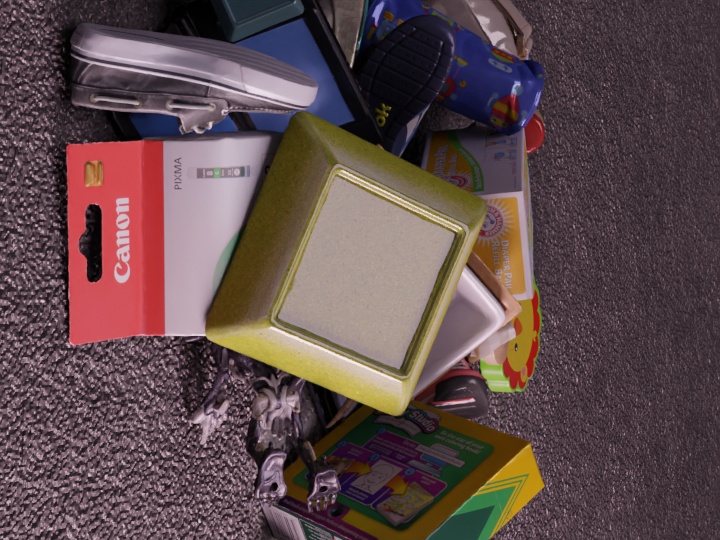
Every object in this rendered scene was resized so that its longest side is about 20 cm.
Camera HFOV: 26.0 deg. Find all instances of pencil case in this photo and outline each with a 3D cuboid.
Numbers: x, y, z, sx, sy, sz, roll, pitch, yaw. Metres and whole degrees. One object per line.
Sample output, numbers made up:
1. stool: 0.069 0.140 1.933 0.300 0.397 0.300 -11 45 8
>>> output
1. pencil case: 0.085 -0.205 1.510 0.198 0.078 0.087 26 52 -8

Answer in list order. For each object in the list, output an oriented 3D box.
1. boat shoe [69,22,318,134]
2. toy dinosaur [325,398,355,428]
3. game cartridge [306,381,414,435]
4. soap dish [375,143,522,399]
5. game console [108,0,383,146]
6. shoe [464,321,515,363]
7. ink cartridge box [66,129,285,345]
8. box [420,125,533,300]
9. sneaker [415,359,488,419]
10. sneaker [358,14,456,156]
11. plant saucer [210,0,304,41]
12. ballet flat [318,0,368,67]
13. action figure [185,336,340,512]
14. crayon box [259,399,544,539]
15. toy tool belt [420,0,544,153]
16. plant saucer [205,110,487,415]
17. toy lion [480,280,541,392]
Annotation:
1. boat shoe: -0.134 -0.144 1.229 0.198 0.072 0.072 10 109 -15
2. toy dinosaur: 0.038 0.069 1.495 0.199 0.060 0.108 -26 114 -53
3. game cartridge: -0.007 0.072 1.509 0.133 0.041 0.202 -45 127 -41
4. soap dish: 0.022 0.005 1.385 0.200 0.157 0.081 48 15 -14
5. game console: -0.090 -0.124 1.314 0.119 0.171 0.201 -91 158 -49
6. shoe: 0.101 0.029 1.552 0.200 0.053 0.070 -120 -174 -60
7. ink cartridge box: -0.138 -0.027 1.248 0.199 0.050 0.163 -8 103 -42
8. box: 0.113 -0.057 1.508 0.200 0.100 0.114 -76 160 -65
9. sneaker: 0.081 0.111 1.566 0.200 0.073 0.088 107 -21 -75
10. sneaker: 0.030 -0.161 1.466 0.201 0.074 0.082 -59 180 33
11. plant saucer: -0.114 -0.289 1.256 0.069 0.019 0.202 -23 89 -10
12. ballet flat: -0.036 -0.192 1.436 0.062 0.067 0.202 14 76 -26
13. action figure: -0.088 0.112 1.334 0.118 0.102 0.201 1 49 -29
14. crayon box: 0.034 0.197 1.394 0.172 0.199 0.059 -36 122 -29
15. toy tool belt: 0.126 -0.222 1.613 0.201 0.124 0.123 52 19 -15
16. plant saucer: 0.000 0.000 1.273 0.198 0.048 0.202 24 87 -25
17. toy lion: 0.159 0.034 1.738 0.191 0.068 0.203 10 82 -63
